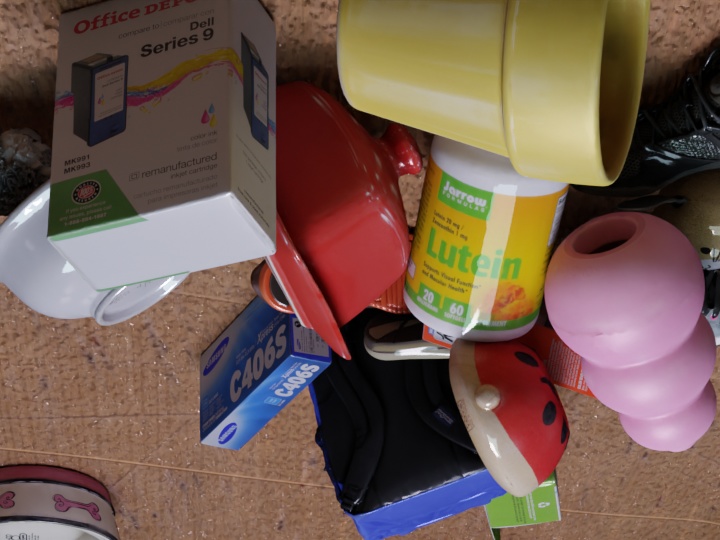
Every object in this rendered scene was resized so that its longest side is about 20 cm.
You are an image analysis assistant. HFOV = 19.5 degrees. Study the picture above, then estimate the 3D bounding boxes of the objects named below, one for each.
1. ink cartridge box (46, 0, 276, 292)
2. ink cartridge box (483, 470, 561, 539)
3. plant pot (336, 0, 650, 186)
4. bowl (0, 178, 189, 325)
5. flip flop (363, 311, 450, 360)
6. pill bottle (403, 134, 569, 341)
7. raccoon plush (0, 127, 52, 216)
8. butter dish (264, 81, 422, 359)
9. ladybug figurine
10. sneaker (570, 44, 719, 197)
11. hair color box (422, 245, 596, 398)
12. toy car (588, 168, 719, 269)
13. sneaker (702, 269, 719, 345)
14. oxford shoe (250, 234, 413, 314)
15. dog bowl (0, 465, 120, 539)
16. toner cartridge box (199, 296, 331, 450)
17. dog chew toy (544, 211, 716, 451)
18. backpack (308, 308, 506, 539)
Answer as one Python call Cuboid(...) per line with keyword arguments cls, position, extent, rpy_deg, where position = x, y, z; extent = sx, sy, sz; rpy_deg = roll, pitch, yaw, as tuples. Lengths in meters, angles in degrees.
Cuboid(cls="ink cartridge box", position=(-0.140, -0.102, 1.501), extent=(0.145, 0.200, 0.088), rpy_deg=(-12, 146, 18))
Cuboid(cls="ink cartridge box", position=(0.158, 0.186, 2.087), extent=(0.076, 0.148, 0.200), rpy_deg=(-8, 151, 7))
Cuboid(cls="plant pot", position=(0.090, -0.167, 1.430), extent=(0.188, 0.201, 0.201), rpy_deg=(7, 153, 15))
Cuboid(cls="bowl", position=(-0.191, -0.021, 1.653), extent=(0.201, 0.090, 0.201), rpy_deg=(-35, 167, -9))
Cuboid(cls="flip flop", position=(0.103, 0.070, 1.840), extent=(0.199, 0.081, 0.058), rpy_deg=(-2, 116, 4))
Cuboid(cls="pill bottle", position=(0.103, -0.055, 1.628), extent=(0.111, 0.111, 0.200), rpy_deg=(4, 119, -12))
Cuboid(cls="raccoon plush", position=(-0.311, -0.040, 1.608), extent=(0.134, 0.200, 0.097), rpy_deg=(33, 161, -9))
Cuboid(cls="butter dish", position=(-0.021, -0.064, 1.632), extent=(0.148, 0.200, 0.200), rpy_deg=(-28, 149, -3))
Cuboid(cls="ladybug figurine", position=(0.122, 0.110, 1.679), extent=(0.072, 0.136, 0.200), rpy_deg=(-22, 170, 6))
Cuboid(cls="sneaker", position=(0.251, -0.120, 1.629), extent=(0.199, 0.076, 0.114), rpy_deg=(-10, 148, 7))
Cuboid(cls="hair color box", position=(0.165, 0.036, 1.776), extent=(0.200, 0.111, 0.064), rpy_deg=(17, 131, 14))
Cuboid(cls="toy car", position=(0.292, -0.026, 1.704), extent=(0.200, 0.158, 0.164), rpy_deg=(8, 169, -8))
Cuboid(cls="sneaker", position=(0.283, 0.011, 1.860), extent=(0.199, 0.084, 0.121), rpy_deg=(0, 160, -2))
Cuboid(cls="oxford shoe", position=(0.000, 0.000, 1.849), extent=(0.200, 0.071, 0.073), rpy_deg=(1, -175, -20))
Cuboid(cls="dog bowl", position=(-0.357, 0.278, 2.284), extent=(0.200, 0.074, 0.200), rpy_deg=(-2, 151, -1))
Cuboid(cls="toner cartridge box", position=(-0.090, 0.083, 1.937), extent=(0.043, 0.095, 0.200), rpy_deg=(13, 146, -24))
Cuboid(cls="dog chew toy", position=(0.221, 0.055, 1.635), extent=(0.124, 0.125, 0.200), rpy_deg=(-14, 117, 20))
Cuboid(cls="backpack", position=(0.035, 0.134, 1.930), extent=(0.162, 0.200, 0.168), rpy_deg=(-19, 157, 0))
